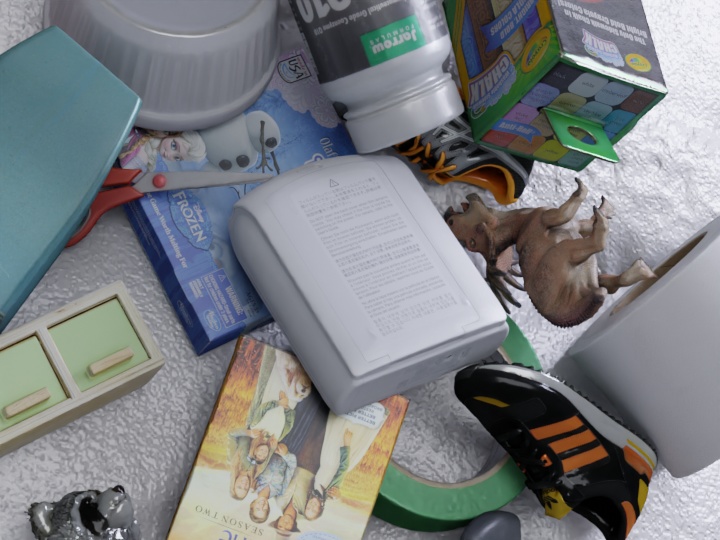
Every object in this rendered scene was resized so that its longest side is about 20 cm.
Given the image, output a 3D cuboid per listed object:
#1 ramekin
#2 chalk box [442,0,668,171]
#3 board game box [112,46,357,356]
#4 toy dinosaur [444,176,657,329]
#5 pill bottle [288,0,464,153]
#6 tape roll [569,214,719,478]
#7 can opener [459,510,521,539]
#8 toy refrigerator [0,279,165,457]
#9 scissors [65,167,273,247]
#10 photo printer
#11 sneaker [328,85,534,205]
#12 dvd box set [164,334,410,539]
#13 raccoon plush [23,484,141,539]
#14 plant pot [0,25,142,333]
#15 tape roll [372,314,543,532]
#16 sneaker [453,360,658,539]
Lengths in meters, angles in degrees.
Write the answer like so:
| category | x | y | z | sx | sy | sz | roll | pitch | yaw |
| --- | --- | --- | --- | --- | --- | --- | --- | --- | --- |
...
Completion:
| category | x | y | z | sx | sy | sz | roll | pitch | yaw |
| --- | --- | --- | --- | --- | --- | --- | --- | --- | --- |
| ramekin | -0.155 | -0.219 | 1.559 | 0.200 | 0.094 | 0.204 | 7 | 56 | -10 |
| chalk box | 0.165 | -0.169 | 1.615 | 0.124 | 0.124 | 0.201 | 15 | 51 | -32 |
| board game box | -0.089 | -0.060 | 1.583 | 0.198 | 0.043 | 0.201 | -24 | 81 | -28 |
| toy dinosaur | 0.157 | 0.000 | 1.597 | 0.086 | 0.135 | 0.201 | 40 | 16 | -37 |
| pill bottle | 0.006 | -0.204 | 1.544 | 0.113 | 0.113 | 0.201 | -26 | 99 | -27 |
| tape roll | 0.292 | 0.056 | 1.606 | 0.202 | 0.203 | 0.139 | -41 | 90 | -28 |
| can opener | 0.050 | 0.230 | 1.492 | 0.199 | 0.053 | 0.068 | -9 | 103 | -44 |
| toy refrigerator | -0.253 | 0.086 | 1.451 | 0.199 | 0.070 | 0.076 | -26 | 82 | -28 |
| scissors | -0.171 | -0.075 | 1.521 | 0.198 | 0.014 | 0.074 | -17 | 81 | 6 |
| photo printer | 0.000 | 0.000 | 1.514 | 0.165 | 0.070 | 0.201 | -20 | 64 | -31 |
| sneaker | 0.066 | -0.115 | 1.649 | 0.198 | 0.078 | 0.078 | 15 | 71 | -17 |
| dvd box set | -0.061 | 0.168 | 1.487 | 0.145 | 0.029 | 0.201 | 22 | 78 | -4 |
| raccoon plush | -0.207 | 0.256 | 1.407 | 0.133 | 0.097 | 0.201 | 26 | 80 | 26 |
| plant pot | -0.262 | -0.073 | 1.445 | 0.141 | 0.141 | 0.200 | 41 | 72 | -4 |
| tape roll | 0.058 | 0.110 | 1.580 | 0.199 | 0.048 | 0.202 | 7 | 69 | -19 |
| sneaker | 0.153 | 0.147 | 1.536 | 0.199 | 0.070 | 0.091 | 31 | 59 | -24 |
